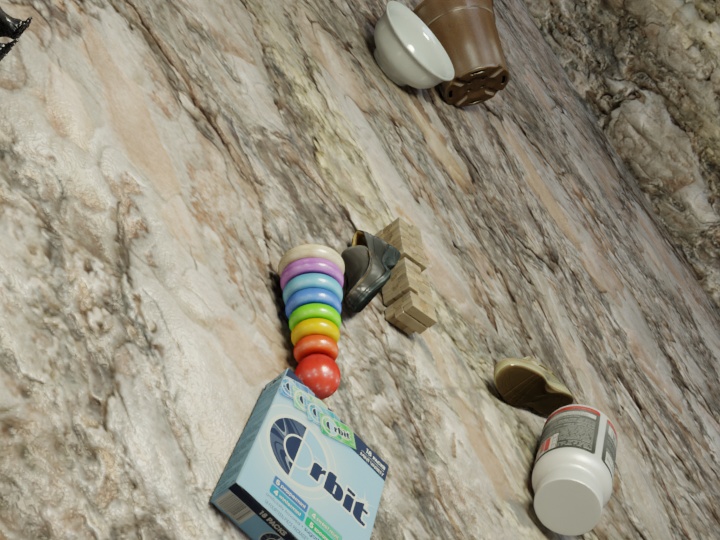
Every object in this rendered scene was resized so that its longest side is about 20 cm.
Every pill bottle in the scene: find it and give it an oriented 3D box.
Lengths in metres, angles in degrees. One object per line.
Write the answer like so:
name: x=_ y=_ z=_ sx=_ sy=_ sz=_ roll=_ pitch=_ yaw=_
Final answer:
pill bottle: x=0.314 y=0.291 z=1.522 sx=0.116 sy=0.116 sz=0.200 roll=50 pitch=27 yaw=-6

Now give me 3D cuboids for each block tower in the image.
block tower: x=0.065 y=0.006 z=1.542 sx=0.058 sy=0.054 sz=0.200 roll=36 pitch=31 yaw=-31

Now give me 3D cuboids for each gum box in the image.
gum box: x=-0.056 y=0.224 z=1.094 sx=0.170 sy=0.045 sz=0.200 roll=45 pitch=28 yaw=-13

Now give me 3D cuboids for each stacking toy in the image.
stacking toy: x=-0.058 y=0.067 z=1.258 sx=0.085 sy=0.085 sz=0.200 roll=32 pitch=39 yaw=-35

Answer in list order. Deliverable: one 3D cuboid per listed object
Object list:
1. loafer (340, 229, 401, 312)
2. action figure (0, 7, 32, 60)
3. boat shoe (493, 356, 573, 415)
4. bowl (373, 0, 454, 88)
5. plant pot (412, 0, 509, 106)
loafer: x=0.000 y=0.000 z=1.440 sx=0.072 sy=0.073 sz=0.200 roll=40 pitch=18 yaw=-5
action figure: x=-0.437 y=-0.312 z=1.081 sx=0.200 sy=0.102 sz=0.119 roll=41 pitch=40 yaw=-24
boat shoe: x=0.266 y=0.174 z=1.646 sx=0.200 sy=0.072 sz=0.065 roll=27 pitch=27 yaw=-44
bowl: x=0.091 y=-0.435 z=2.080 sx=0.201 sy=0.090 sz=0.201 roll=38 pitch=29 yaw=-26
plant pot: x=0.224 y=-0.479 z=2.249 sx=0.200 sy=0.200 sz=0.198 roll=14 pitch=53 yaw=-51
